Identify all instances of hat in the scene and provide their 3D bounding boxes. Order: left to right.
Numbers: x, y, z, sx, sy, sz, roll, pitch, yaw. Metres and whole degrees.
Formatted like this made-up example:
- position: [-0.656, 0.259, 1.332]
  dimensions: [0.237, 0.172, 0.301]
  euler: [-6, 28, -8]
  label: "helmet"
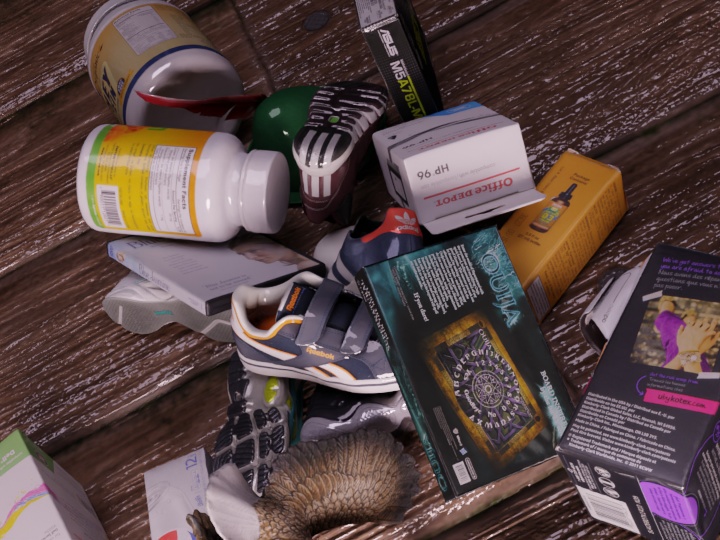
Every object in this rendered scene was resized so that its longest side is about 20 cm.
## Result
- position: [-0.087, -0.183, 1.322]
  dimensions: [0.165, 0.176, 0.201]
  euler: [21, 65, 36]
  label: "hat"

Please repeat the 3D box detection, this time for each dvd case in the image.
- position: [-0.149, -0.012, 1.261]
  dimensions: [0.142, 0.018, 0.199]
  euler: [-19, 29, -34]
  label: "dvd case"

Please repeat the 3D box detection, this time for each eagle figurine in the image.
- position: [-0.036, 0.213, 0.992]
  dimensions: [0.198, 0.153, 0.151]
  euler: [-7, 6, -2]
  label: "eagle figurine"

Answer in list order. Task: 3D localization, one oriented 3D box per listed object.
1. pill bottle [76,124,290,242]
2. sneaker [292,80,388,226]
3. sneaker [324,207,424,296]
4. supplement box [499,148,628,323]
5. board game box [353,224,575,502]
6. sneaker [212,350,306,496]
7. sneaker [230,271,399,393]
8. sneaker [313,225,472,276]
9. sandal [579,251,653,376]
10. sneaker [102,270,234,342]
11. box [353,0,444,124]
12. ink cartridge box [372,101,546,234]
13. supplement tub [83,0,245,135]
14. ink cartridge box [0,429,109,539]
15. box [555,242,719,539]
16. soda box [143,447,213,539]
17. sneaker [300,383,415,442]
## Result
- position: [-0.178, -0.088, 1.271]
  dimensions: [0.198, 0.111, 0.112]
  euler: [6, 55, 14]
  label: "pill bottle"
- position: [-0.025, -0.114, 1.281]
  dimensions: [0.075, 0.116, 0.200]
  euler: [12, 33, 14]
  label: "sneaker"
- position: [0.000, 0.000, 1.151]
  dimensions: [0.200, 0.074, 0.085]
  euler: [-28, 57, 53]
  label: "sneaker"
- position: [0.164, -0.015, 1.144]
  dimensions: [0.066, 0.069, 0.200]
  euler: [28, 71, 38]
  label: "supplement box"
- position: [0.092, 0.073, 1.030]
  dimensions: [0.134, 0.028, 0.202]
  euler: [-17, 77, -24]
  label: "board game box"
- position: [-0.077, 0.149, 1.117]
  dimensions: [0.077, 0.080, 0.201]
  euler: [-18, 43, 26]
  label: "sneaker"
- position: [-0.025, 0.052, 1.070]
  dimensions: [0.198, 0.080, 0.079]
  euler: [2, 41, 21]
  label: "sneaker"
- position: [0.033, -0.026, 1.200]
  dimensions: [0.198, 0.085, 0.073]
  euler: [3, 63, 29]
  label: "sneaker"
- position: [0.206, 0.061, 1.045]
  dimensions: [0.059, 0.079, 0.207]
  euler: [11, 55, 34]
  label: "sandal"
- position: [-0.170, 0.021, 1.275]
  dimensions: [0.199, 0.071, 0.081]
  euler: [6, 49, 28]
  label: "sneaker"
- position: [0.038, -0.247, 1.306]
  dimensions: [0.047, 0.194, 0.201]
  euler: [-20, 46, 12]
  label: "box"
- position: [0.089, -0.101, 1.175]
  dimensions: [0.115, 0.068, 0.200]
  euler: [-19, 17, -5]
  label: "ink cartridge box"
- position: [-0.234, -0.228, 1.455]
  dimensions: [0.144, 0.145, 0.200]
  euler: [-36, 46, -5]
  label: "supplement tub"
- position: [-0.268, 0.250, 1.103]
  dimensions: [0.067, 0.117, 0.200]
  euler: [-37, 46, -6]
  label: "ink cartridge box"
- position: [0.251, 0.099, 0.970]
  dimensions: [0.105, 0.123, 0.201]
  euler: [15, 61, 35]
  label: "box"
- position: [-0.135, 0.257, 1.067]
  dimensions: [0.063, 0.068, 0.201]
  euler: [-23, 48, 7]
  label: "soda box"
- position: [0.037, 0.094, 1.110]
  dimensions: [0.198, 0.076, 0.115]
  euler: [-17, 48, 12]
  label: "sneaker"
